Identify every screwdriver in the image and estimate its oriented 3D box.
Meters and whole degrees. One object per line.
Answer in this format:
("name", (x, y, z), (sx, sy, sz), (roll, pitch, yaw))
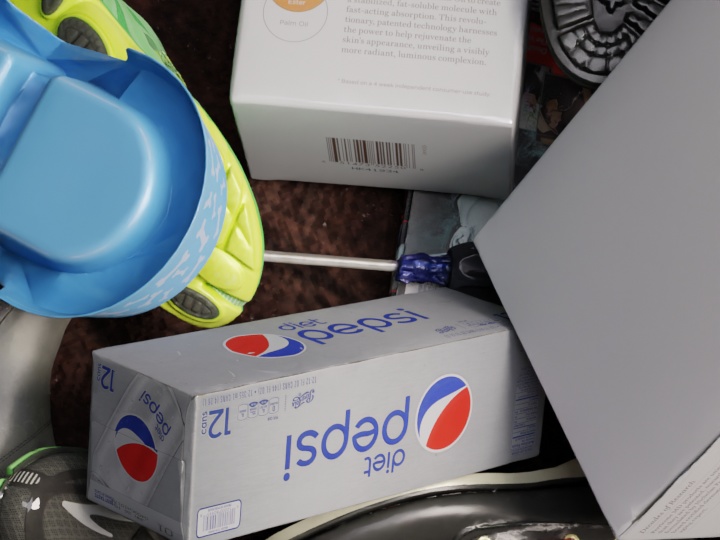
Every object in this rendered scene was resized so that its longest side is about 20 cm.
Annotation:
("screwdriver", (0.000, 0.000, 1.009), (0.199, 0.028, 0.029), (1, 47, -11))

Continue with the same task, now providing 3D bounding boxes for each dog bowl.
("dog bowl", (-0.139, -0.049, 0.926), (0.199, 0.050, 0.112), (27, 86, 25))

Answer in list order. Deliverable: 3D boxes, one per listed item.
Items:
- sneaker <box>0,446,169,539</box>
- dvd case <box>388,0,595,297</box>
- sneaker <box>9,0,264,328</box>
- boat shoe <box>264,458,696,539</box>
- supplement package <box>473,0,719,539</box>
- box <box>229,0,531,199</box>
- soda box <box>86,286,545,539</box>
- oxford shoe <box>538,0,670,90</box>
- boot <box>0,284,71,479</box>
("sneaker", (-0.067, 0.138, 0.922), (0.200, 0.084, 0.077), (41, 64, -20))
("dvd case", (0.095, -0.052, 1.067), (0.145, 0.022, 0.201), (12, 72, -9))
("sneaker", (-0.095, -0.066, 0.989), (0.074, 0.084, 0.200), (-39, 72, 18))
("boat shoe", (0.054, 0.123, 0.981), (0.200, 0.074, 0.063), (-6, 68, -18))
("supplement package", (0.163, -0.013, 0.898), (0.111, 0.200, 0.156), (4, 49, -38))
("box", (0.017, -0.145, 1.021), (0.124, 0.098, 0.201), (6, 73, 5))
("soda box", (-0.013, 0.056, 0.926), (0.199, 0.068, 0.064), (-10, 110, -43))
("oxford shoe", (0.113, -0.152, 0.997), (0.072, 0.085, 0.201), (12, 58, -1))
("boot", (-0.139, 0.087, 0.967), (0.131, 0.068, 0.200), (39, 70, -12))
